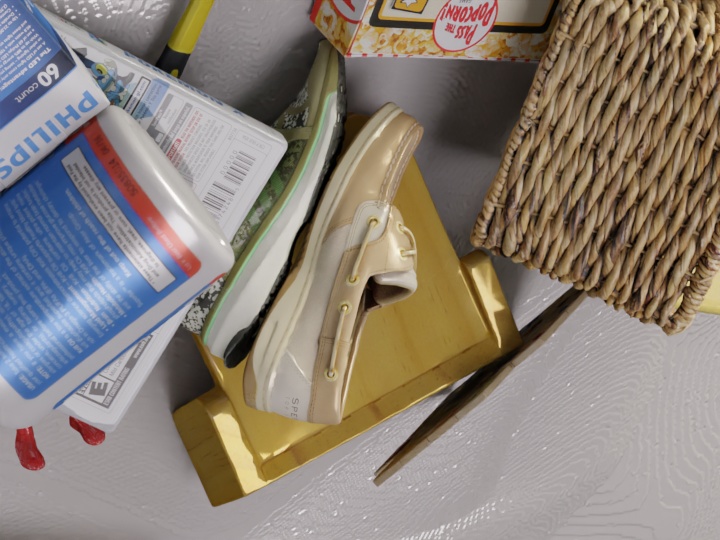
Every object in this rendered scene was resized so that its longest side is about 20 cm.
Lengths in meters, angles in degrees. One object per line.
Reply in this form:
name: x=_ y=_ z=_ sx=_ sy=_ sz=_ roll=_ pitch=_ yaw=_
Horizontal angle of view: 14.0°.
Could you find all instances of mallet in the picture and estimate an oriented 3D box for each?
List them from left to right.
mallet: x=-0.090 y=-0.130 z=1.644 sx=0.066 sy=0.041 sz=0.201 roll=-1 pitch=129 yaw=-33

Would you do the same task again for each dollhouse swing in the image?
dollhouse swing: x=-0.035 y=0.020 z=1.816 sx=0.199 sy=0.176 sz=0.182 roll=-29 pitch=179 yaw=-14

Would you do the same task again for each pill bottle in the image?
pill bottle: x=-0.175 y=0.013 z=1.565 sx=0.200 sy=0.112 sz=0.112 roll=-38 pitch=139 yaw=2

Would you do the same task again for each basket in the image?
basket: x=0.175 y=-0.088 z=1.759 sx=0.143 sy=0.148 sz=0.201 roll=-56 pitch=168 yaw=-61

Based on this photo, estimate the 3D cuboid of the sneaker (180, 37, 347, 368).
sneaker: x=-0.068 y=-0.050 z=1.693 sx=0.077 sy=0.088 sz=0.201 roll=97 pitch=17 yaw=-82

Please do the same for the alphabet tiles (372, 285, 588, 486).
alphabet tiles: x=0.085 y=0.063 z=1.861 sx=0.166 sy=0.006 sz=0.200 roll=-44 pitch=-179 yaw=-43

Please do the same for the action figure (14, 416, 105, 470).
action figure: x=-0.184 y=0.020 z=1.681 sx=0.065 sy=0.052 sz=0.201 roll=-20 pitch=123 yaw=-19

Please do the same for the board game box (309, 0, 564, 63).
board game box: x=0.072 y=-0.216 z=1.680 sx=0.151 sy=0.046 sz=0.201 roll=-1 pitch=125 yaw=-37

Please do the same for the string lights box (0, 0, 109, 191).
string lights box: x=-0.228 y=-0.128 z=1.494 sx=0.103 sy=0.059 sz=0.200 roll=-39 pitch=130 yaw=1

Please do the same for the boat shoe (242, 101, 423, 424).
boat shoe: x=0.000 y=0.000 z=1.693 sx=0.074 sy=0.069 sz=0.201 roll=80 pitch=32 yaw=-71

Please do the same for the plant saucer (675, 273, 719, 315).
plant saucer: x=0.251 y=-0.069 z=1.886 sx=0.200 sy=0.048 sz=0.201 roll=8 pitch=115 yaw=-55

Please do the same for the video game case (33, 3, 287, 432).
video game case: x=-0.166 y=-0.028 z=1.625 sx=0.182 sy=0.022 sz=0.200 roll=27 pitch=104 yaw=-24
